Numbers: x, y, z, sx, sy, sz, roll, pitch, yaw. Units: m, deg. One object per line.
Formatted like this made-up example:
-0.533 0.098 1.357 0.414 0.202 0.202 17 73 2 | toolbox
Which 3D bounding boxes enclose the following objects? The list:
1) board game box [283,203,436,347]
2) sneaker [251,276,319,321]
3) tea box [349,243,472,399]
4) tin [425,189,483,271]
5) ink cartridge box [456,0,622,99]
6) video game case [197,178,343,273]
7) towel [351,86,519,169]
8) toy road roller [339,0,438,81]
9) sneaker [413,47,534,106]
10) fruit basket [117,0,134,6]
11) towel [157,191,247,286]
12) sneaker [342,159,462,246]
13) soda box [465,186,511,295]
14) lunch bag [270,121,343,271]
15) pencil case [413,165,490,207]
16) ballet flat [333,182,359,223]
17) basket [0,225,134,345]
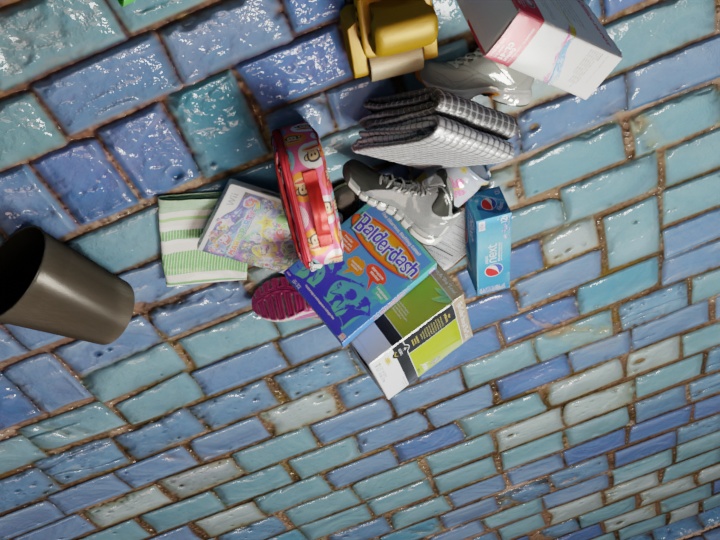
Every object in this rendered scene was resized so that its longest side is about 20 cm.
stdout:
0.000 0.000 1.501 0.200 0.152 0.045 -40 167 -7 | board game box
-0.094 0.055 1.672 0.198 0.082 0.088 -7 162 7 | sneaker
0.073 0.088 1.599 0.196 0.134 0.200 -35 154 -6 | tea box
0.162 -0.065 1.666 0.112 0.042 0.200 26 124 -35 | tin
0.245 -0.337 1.292 0.199 0.148 0.086 16 131 -33 | ink cartridge box
-0.146 -0.063 1.515 0.199 0.018 0.144 16 127 -25 | video game case
0.109 -0.208 1.382 0.165 0.086 0.199 9 175 -38 | towel
0.045 -0.320 1.236 0.122 0.147 0.201 -15 141 -3 | toy road roller
0.173 -0.303 1.377 0.199 0.076 0.092 -1 125 -25 | sneaker
-0.286 -0.397 1.014 0.215 0.156 0.216 -23 146 -17 | fruit basket
-0.253 -0.050 1.538 0.151 0.023 0.201 -5 139 -14 | towel
0.077 -0.135 1.458 0.199 0.075 0.115 35 126 -17 | sneaker
0.222 -0.048 1.625 0.064 0.068 0.201 -13 140 -4 | soda box
-0.074 -0.107 1.382 0.081 0.176 0.201 -14 115 -5 | lunch bag
0.122 -0.118 1.549 0.090 0.083 0.200 33 120 -23 | pencil case
-0.056 -0.072 1.578 0.066 0.057 0.201 24 124 -8 | ballet flat
-0.469 0.036 1.476 0.180 0.137 0.200 -34 142 25 | basket
